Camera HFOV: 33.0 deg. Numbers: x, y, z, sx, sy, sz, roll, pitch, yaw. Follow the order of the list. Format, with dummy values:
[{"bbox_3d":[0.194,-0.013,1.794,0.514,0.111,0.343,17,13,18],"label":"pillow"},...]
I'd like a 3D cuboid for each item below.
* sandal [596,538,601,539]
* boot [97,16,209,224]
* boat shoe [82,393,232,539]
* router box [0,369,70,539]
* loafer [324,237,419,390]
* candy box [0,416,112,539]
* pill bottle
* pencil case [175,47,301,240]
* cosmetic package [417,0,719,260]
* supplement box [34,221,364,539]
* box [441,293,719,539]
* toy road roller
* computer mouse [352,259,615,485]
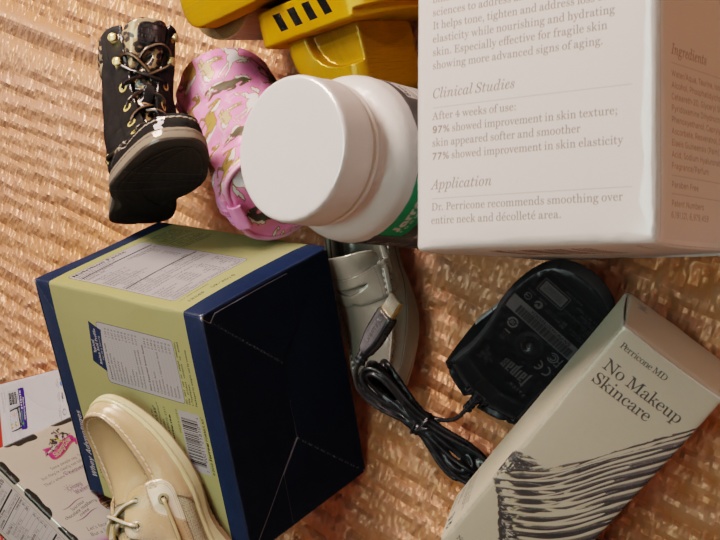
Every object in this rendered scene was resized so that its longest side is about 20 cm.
[{"bbox_3d":[0.165,0.272,0.793,0.080,0.054,0.201,-46,42,35],"label":"sandal"},{"bbox_3d":[-0.170,-0.130,0.973,0.200,0.073,0.151,138,128,-70],"label":"boot"},{"bbox_3d":[-0.151,0.184,0.893,0.072,0.065,0.200,-33,88,48],"label":"boat shoe"},{"bbox_3d":[-0.294,0.200,1.198,0.179,0.049,0.201,-16,77,39],"label":"router box"},{"bbox_3d":[0.000,0.000,0.943,0.070,0.070,0.201,-15,78,39],"label":"loafer"},{"bbox_3d":[-0.216,0.219,1.039,0.200,0.136,0.061,41,116,15],"label":"candy box"},{"bbox_3d":[0.019,-0.073,0.846,0.113,0.200,0.114,-2,87,40],"label":"pill bottle"},{"bbox_3d":[-0.091,-0.106,0.978,0.087,0.083,0.200,-58,34,20],"label":"pencil case"},{"bbox_3d":[0.147,-0.109,0.761,0.167,0.166,0.201,0,89,40],"label":"cosmetic package"},{"bbox_3d":[-0.126,0.084,0.963,0.199,0.134,0.201,10,118,40],"label":"supplement box"},{"bbox_3d":[0.143,0.119,0.797,0.082,0.068,0.200,35,113,3],"label":"box"},{"bbox_3d":[-0.032,-0.196,0.952,0.199,0.123,0.147,-12,92,39],"label":"toy road roller"},{"bbox_3d":[0.084,0.047,0.867,0.140,0.046,0.200,37,120,7],"label":"computer mouse"}]
